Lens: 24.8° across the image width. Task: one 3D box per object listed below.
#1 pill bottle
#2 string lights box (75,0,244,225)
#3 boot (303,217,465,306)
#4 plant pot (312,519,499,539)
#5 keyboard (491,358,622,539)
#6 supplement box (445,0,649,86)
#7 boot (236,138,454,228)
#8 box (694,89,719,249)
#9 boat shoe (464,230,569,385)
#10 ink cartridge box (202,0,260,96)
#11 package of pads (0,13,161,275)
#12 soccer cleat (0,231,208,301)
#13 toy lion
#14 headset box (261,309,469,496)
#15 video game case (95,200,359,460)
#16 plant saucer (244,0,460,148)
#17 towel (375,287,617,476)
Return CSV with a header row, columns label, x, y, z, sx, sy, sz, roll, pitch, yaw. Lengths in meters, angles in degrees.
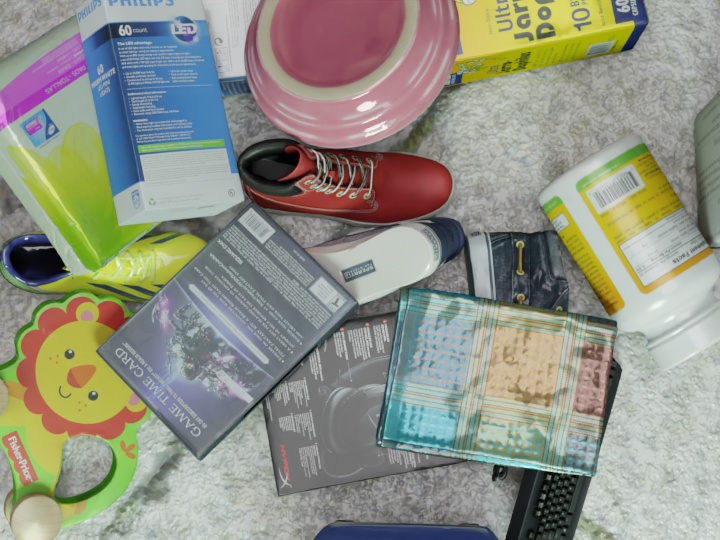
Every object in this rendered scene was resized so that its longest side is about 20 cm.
label,x,y,z,sx,sy,sz,roll,pitch,yaw
pill bottle,0.258,-0.014,1.499,0.111,0.111,0.200,-31,85,-2
string lights box,-0.178,-0.147,1.449,0.102,0.059,0.201,-7,81,-35
boot,0.000,0.000,1.530,0.199,0.090,0.073,-14,93,28
plant pot,0.041,0.313,1.436,0.199,0.200,0.181,1,79,2
keyboard,0.173,0.162,1.499,0.127,0.021,0.201,19,84,-32
supplement box,0.155,-0.250,1.524,0.199,0.110,0.109,-12,84,1
boot,-0.011,-0.084,1.496,0.199,0.144,0.073,1,83,0
box,0.413,-0.096,1.459,0.198,0.200,0.131,-2,84,1
boat shoe,0.151,0.060,1.515,0.090,0.071,0.201,-5,85,-2
ink cartridge box,-0.074,-0.243,1.545,0.199,0.076,0.137,-6,85,3
package of pads,-0.247,-0.117,1.473,0.154,0.068,0.200,-40,101,-34
soccer cleat,-0.238,-0.006,1.522,0.199,0.084,0.065,0,83,1
toy lion,-0.265,0.127,1.511,0.191,0.069,0.201,-24,102,-15
headset box,0.010,0.117,1.510,0.199,0.077,0.150,-11,84,-1
video game case,-0.120,0.052,1.479,0.200,0.019,0.143,-44,72,-7
plant saucer,-0.014,-0.209,1.445,0.200,0.051,0.201,-6,69,16
towel,0.122,0.099,1.459,0.199,0.022,0.147,9,86,3
